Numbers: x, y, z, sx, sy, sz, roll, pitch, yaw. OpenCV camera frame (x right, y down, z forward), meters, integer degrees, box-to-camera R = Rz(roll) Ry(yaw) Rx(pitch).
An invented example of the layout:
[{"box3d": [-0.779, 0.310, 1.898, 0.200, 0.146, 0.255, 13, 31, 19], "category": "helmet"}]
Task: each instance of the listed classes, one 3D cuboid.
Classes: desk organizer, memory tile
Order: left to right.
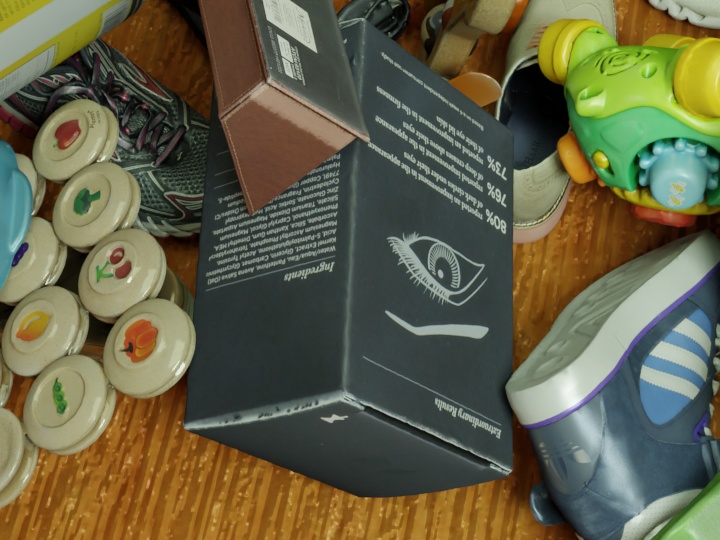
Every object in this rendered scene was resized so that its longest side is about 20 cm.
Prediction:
[{"box3d": [-0.170, 0.012, 0.830, 0.153, 0.017, 0.201, -34, 52, 10], "category": "memory tile"}, {"box3d": [-0.065, -0.135, 0.789, 0.077, 0.071, 0.202, -33, 53, 27], "category": "desk organizer"}]

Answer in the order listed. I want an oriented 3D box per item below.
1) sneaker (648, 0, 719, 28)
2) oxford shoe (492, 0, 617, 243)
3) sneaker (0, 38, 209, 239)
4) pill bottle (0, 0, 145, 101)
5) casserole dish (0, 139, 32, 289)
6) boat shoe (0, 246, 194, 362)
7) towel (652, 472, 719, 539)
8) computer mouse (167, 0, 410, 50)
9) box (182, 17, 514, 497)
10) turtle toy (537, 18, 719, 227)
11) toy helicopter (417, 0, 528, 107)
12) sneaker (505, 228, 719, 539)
[{"box3d": [0.188, -0.233, 1.009, 0.075, 0.081, 0.200, -33, 68, -18], "category": "sneaker"}, {"box3d": [0.117, -0.116, 0.949, 0.070, 0.074, 0.202, 11, 63, 6], "category": "oxford shoe"}, {"box3d": [-0.149, -0.089, 0.935, 0.199, 0.075, 0.081, 31, 66, 14], "category": "sneaker"}, {"box3d": [-0.213, -0.142, 0.844, 0.112, 0.113, 0.200, 39, 56, 18], "category": "pill bottle"}, {"box3d": [-0.268, -0.013, 0.868, 0.198, 0.039, 0.122, -19, 55, 22], "category": "casserole dish"}, {"box3d": [-0.172, 0.015, 0.888, 0.198, 0.065, 0.073, 11, 71, 27], "category": "boat shoe"}, {"box3d": [0.210, 0.198, 0.767, 0.149, 0.031, 0.201, -37, 89, -21], "category": "towel"}, {"box3d": [-0.074, -0.192, 1.001, 0.138, 0.053, 0.200, -37, 68, -17], "category": "computer mouse"}, {"box3d": [0.000, 0.000, 0.822, 0.104, 0.148, 0.202, -13, 62, 35], "category": "box"}, {"box3d": [0.192, -0.075, 0.883, 0.198, 0.145, 0.102, 3, 101, -34], "category": "turtle toy"}, {"box3d": [0.055, -0.137, 0.899, 0.078, 0.200, 0.134, 21, 88, -6], "category": "toy helicopter"}, {"box3d": [0.165, 0.080, 0.858, 0.200, 0.080, 0.147, -38, 100, -46], "category": "sneaker"}]
